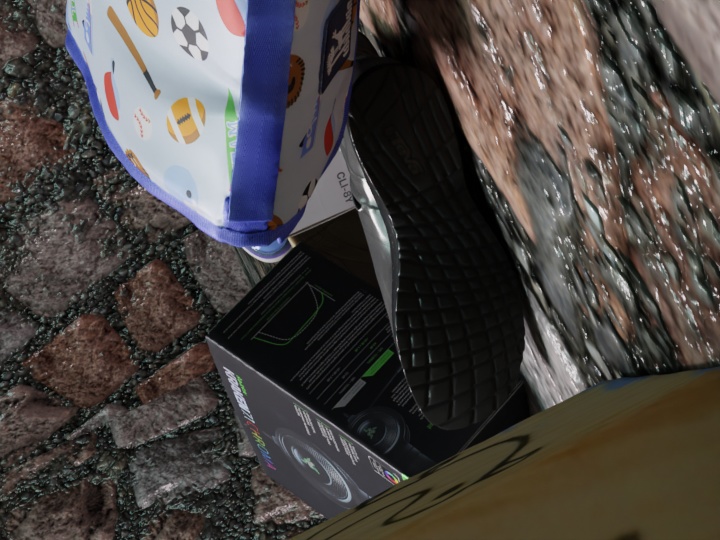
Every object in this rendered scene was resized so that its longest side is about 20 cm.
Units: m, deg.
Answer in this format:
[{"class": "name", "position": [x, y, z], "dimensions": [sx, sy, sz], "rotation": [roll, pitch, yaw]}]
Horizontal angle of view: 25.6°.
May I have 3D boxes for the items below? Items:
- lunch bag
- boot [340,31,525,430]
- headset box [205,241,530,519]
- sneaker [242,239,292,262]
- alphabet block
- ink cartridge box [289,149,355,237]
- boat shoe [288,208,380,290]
[{"class": "lunch bag", "position": [-0.061, -0.131, 0.715], "dimensions": [0.201, 0.123, 0.171], "rotation": [-117, 28, -51]}, {"class": "boot", "position": [0.029, -0.027, 0.844], "dimensions": [0.132, 0.069, 0.202], "rotation": [-127, 24, -71]}, {"class": "headset box", "position": [0.020, 0.106, 0.996], "dimensions": [0.199, 0.093, 0.175], "rotation": [32, 155, 31]}, {"class": "sneaker", "position": [-0.127, -0.108, 1.672], "dimensions": [0.146, 0.080, 0.202], "rotation": [93, 156, -85]}, {"class": "alphabet block", "position": [0.070, 0.167, 0.594], "dimensions": [0.198, 0.199, 0.195], "rotation": [64, 173, 4]}, {"class": "ink cartridge box", "position": [-0.072, -0.137, 1.108], "dimensions": [0.200, 0.083, 0.146], "rotation": [56, 169, 53]}, {"class": "boat shoe", "position": [0.000, 0.000, 1.102], "dimensions": [0.201, 0.071, 0.065], "rotation": [58, 170, 40]}]
